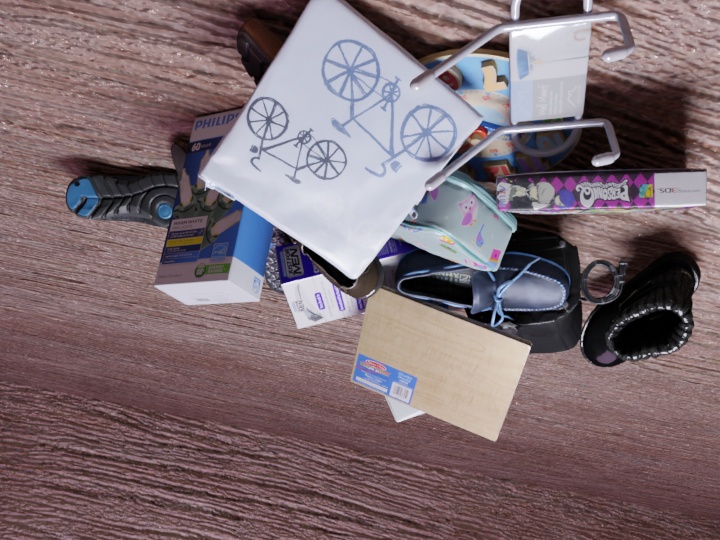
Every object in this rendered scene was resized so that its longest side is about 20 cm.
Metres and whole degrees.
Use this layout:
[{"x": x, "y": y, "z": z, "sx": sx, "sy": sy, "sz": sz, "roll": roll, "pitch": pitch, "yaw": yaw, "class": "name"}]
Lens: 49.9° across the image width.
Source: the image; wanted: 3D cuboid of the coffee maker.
[{"x": 0.236, "y": 0.040, "z": 0.996, "sx": 0.190, "sy": 0.137, "sz": 0.200, "roll": 21, "pitch": 174, "yaw": 24, "class": "coffee maker"}]

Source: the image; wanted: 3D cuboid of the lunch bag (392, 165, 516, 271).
[{"x": 0.061, "y": -0.070, "z": 0.836, "sx": 0.198, "sy": 0.078, "sz": 0.160, "roll": 24, "pitch": 179, "yaw": 39, "class": "lunch bag"}]

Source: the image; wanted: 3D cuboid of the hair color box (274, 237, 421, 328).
[{"x": 0.000, "y": 0.000, "z": 0.978, "sx": 0.197, "sy": 0.066, "sz": 0.110, "roll": -15, "pitch": 146, "yaw": -2, "class": "hair color box"}]

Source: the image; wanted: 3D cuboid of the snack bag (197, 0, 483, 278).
[{"x": -0.016, "y": -0.110, "z": 0.689, "sx": 0.187, "sy": 0.201, "sz": 0.021, "roll": 32, "pitch": -166, "yaw": -20, "class": "snack bag"}]

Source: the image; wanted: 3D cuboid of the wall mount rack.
[{"x": 0.132, "y": -0.142, "z": 0.647, "sx": 0.171, "sy": 0.076, "sz": 0.201, "roll": -5, "pitch": 143, "yaw": 8, "class": "wall mount rack"}]

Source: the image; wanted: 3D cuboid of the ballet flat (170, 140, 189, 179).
[{"x": -0.175, "y": -0.083, "z": 0.970, "sx": 0.067, "sy": 0.046, "sz": 0.202, "roll": 31, "pitch": 153, "yaw": 48, "class": "ballet flat"}]

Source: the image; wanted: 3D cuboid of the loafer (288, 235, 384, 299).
[{"x": -0.048, "y": -0.054, "z": 0.884, "sx": 0.200, "sy": 0.073, "sz": 0.071, "roll": 47, "pitch": -169, "yaw": 9, "class": "loafer"}]

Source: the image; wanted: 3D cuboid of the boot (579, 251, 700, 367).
[{"x": 0.338, "y": 0.078, "z": 0.974, "sx": 0.079, "sy": 0.158, "sz": 0.212, "roll": 36, "pitch": 128, "yaw": 6, "class": "boot"}]

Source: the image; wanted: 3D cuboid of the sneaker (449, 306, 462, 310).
[{"x": 0.065, "y": 0.044, "z": 1.193, "sx": 0.196, "sy": 0.074, "sz": 0.072, "roll": 8, "pitch": 157, "yaw": 0, "class": "sneaker"}]

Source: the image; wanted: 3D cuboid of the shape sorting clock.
[{"x": 0.116, "y": -0.142, "z": 0.759, "sx": 0.196, "sy": 0.040, "sz": 0.201, "roll": 8, "pitch": 158, "yaw": 3, "class": "shape sorting clock"}]

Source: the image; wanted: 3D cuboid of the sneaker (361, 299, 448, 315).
[{"x": 0.039, "y": 0.022, "z": 1.099, "sx": 0.197, "sy": 0.091, "sz": 0.078, "roll": 19, "pitch": -164, "yaw": 21, "class": "sneaker"}]

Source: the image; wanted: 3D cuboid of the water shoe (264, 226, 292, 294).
[{"x": -0.101, "y": -0.062, "z": 1.010, "sx": 0.070, "sy": 0.080, "sz": 0.202, "roll": 6, "pitch": 133, "yaw": -2, "class": "water shoe"}]

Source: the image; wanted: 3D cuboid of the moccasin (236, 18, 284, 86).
[{"x": -0.024, "y": -0.166, "z": 0.716, "sx": 0.200, "sy": 0.078, "sz": 0.074, "roll": 32, "pitch": 169, "yaw": -12, "class": "moccasin"}]

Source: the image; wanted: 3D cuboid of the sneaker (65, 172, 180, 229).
[{"x": -0.279, "y": -0.096, "z": 1.024, "sx": 0.196, "sy": 0.075, "sz": 0.082, "roll": 8, "pitch": -174, "yaw": -3, "class": "sneaker"}]

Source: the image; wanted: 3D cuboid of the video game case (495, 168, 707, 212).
[{"x": 0.236, "y": -0.075, "z": 0.765, "sx": 0.178, "sy": 0.037, "sz": 0.200, "roll": 0, "pitch": -177, "yaw": 18, "class": "video game case"}]

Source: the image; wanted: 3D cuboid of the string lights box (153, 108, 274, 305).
[{"x": -0.143, "y": -0.069, "z": 0.826, "sx": 0.101, "sy": 0.203, "sz": 0.059, "roll": -5, "pitch": 156, "yaw": 29, "class": "string lights box"}]

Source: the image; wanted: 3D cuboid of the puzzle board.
[{"x": 0.091, "y": 0.109, "z": 0.930, "sx": 0.197, "sy": 0.017, "sz": 0.153, "roll": 21, "pitch": 124, "yaw": 13, "class": "puzzle board"}]

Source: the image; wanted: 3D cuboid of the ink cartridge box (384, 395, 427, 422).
[{"x": 0.118, "y": 0.138, "z": 1.070, "sx": 0.144, "sy": 0.085, "sz": 0.200, "roll": -27, "pitch": 167, "yaw": 12, "class": "ink cartridge box"}]

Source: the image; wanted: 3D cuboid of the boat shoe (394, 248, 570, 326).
[{"x": 0.135, "y": 0.025, "z": 0.877, "sx": 0.197, "sy": 0.069, "sz": 0.085, "roll": 1, "pitch": 117, "yaw": 19, "class": "boat shoe"}]
